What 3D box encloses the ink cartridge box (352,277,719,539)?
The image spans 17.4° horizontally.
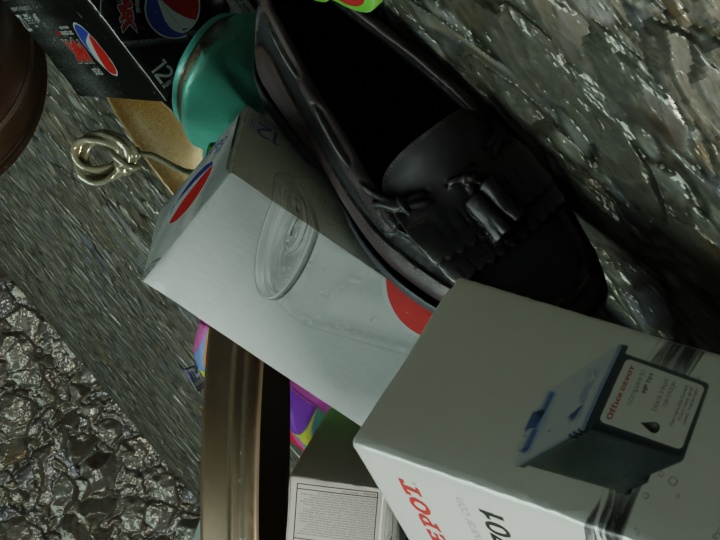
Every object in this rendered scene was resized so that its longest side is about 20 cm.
[{"bbox_3d":[0.116,0.097,0.848,0.200,0.086,0.147,15,150,34],"label":"ink cartridge box"}]

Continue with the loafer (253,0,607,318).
[{"bbox_3d":[0.019,-0.048,0.929,0.200,0.072,0.063,46,164,31],"label":"loafer"}]

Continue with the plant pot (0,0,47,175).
[{"bbox_3d":[-0.290,-0.159,1.457,0.200,0.200,0.198,48,161,6],"label":"plant pot"}]

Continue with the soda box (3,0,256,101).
[{"bbox_3d":[-0.117,-0.130,1.180,0.071,0.063,0.200,52,169,-16],"label":"soda box"}]

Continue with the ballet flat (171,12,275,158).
[{"bbox_3d":[-0.042,-0.067,1.115,0.070,0.067,0.200,38,172,8],"label":"ballet flat"}]

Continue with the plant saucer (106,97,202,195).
[{"bbox_3d":[-0.072,-0.050,1.336,0.200,0.035,0.200,47,168,13],"label":"plant saucer"}]

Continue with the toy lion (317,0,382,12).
[{"bbox_3d":[-0.059,-0.181,0.828,0.192,0.069,0.200,24,153,50],"label":"toy lion"}]

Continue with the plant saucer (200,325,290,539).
[{"bbox_3d":[-0.052,0.087,1.082,0.200,0.029,0.201,1,-90,-89],"label":"plant saucer"}]

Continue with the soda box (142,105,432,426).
[{"bbox_3d":[0.010,0.021,0.992,0.200,0.068,0.063,35,-154,-15],"label":"soda box"}]

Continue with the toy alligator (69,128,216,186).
[{"bbox_3d":[-0.027,-0.036,1.047,0.199,0.059,0.054,14,-163,7],"label":"toy alligator"}]

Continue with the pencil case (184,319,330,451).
[{"bbox_3d":[-0.032,0.070,1.454,0.200,0.088,0.088,31,159,50],"label":"pencil case"}]

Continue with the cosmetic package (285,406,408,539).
[{"bbox_3d":[0.002,0.115,1.181,0.050,0.083,0.200,8,-167,7],"label":"cosmetic package"}]

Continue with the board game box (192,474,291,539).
[{"bbox_3d":[0.021,0.179,1.383,0.200,0.064,0.147,14,-170,-46],"label":"board game box"}]
